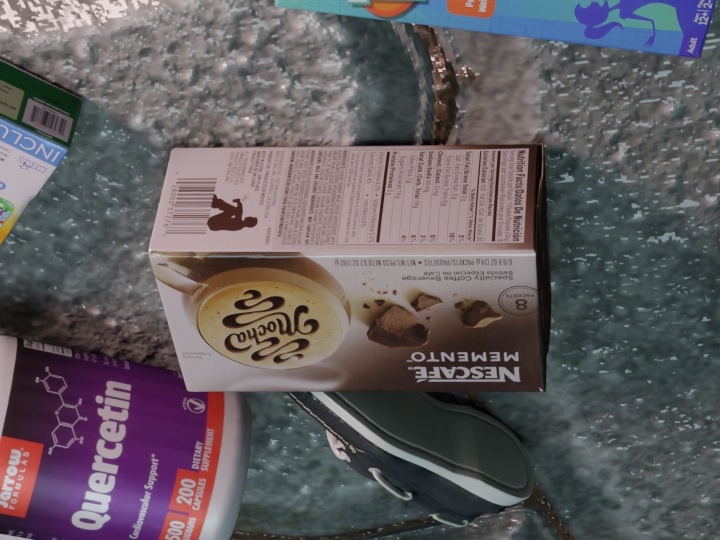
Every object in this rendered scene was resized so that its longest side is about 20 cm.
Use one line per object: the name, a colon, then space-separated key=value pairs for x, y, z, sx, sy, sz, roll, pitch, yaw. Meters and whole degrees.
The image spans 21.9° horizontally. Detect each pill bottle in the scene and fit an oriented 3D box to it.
pill bottle: x=-0.169 y=0.103 z=1.084 sx=0.198 sy=0.113 sz=0.113 roll=12 pitch=139 yaw=-14

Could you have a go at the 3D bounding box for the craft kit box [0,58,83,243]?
craft kit box: x=-0.276 y=-0.062 z=0.975 sx=0.199 sy=0.049 sz=0.198 roll=26 pitch=133 yaw=-21

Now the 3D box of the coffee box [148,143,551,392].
coffee box: x=0.000 y=0.000 z=0.978 sx=0.197 sy=0.080 sz=0.114 roll=0 pitch=138 yaw=8

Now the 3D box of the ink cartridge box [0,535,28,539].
ink cartridge box: x=-0.287 y=0.141 z=1.220 sx=0.198 sy=0.048 sz=0.160 roll=-7 pitch=140 yaw=40

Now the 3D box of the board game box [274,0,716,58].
board game box: x=0.065 y=-0.172 z=0.800 sx=0.197 sy=0.045 sz=0.153 roll=7 pitch=139 yaw=1

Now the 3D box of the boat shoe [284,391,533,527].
boat shoe: x=0.016 y=0.098 z=1.091 sx=0.199 sy=0.076 sz=0.060 roll=36 pitch=126 yaw=-28
